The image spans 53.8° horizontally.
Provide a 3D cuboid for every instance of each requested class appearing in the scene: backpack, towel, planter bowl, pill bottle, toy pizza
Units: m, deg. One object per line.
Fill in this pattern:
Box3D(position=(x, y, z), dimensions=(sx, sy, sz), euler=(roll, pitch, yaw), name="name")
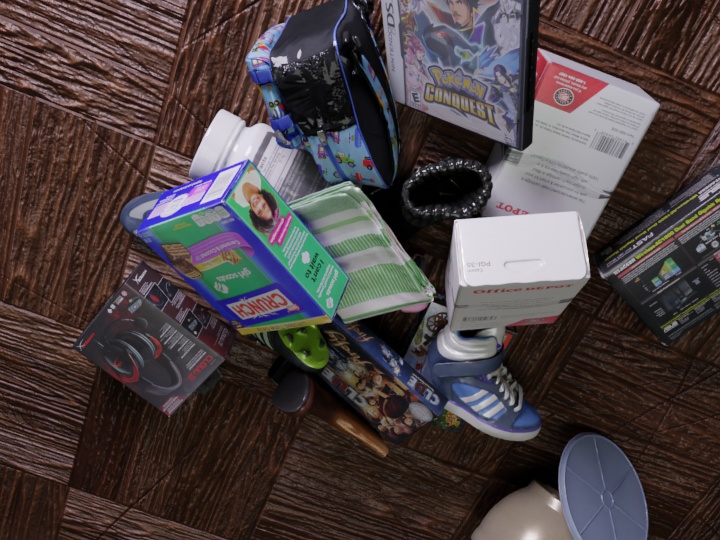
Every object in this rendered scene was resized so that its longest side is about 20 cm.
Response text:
Box3D(position=(-0.028, -0.190, 0.823), dimensions=(0.133, 0.183, 0.201), euler=(-13, 124, 15), name="backpack")
Box3D(position=(-0.015, -0.014, 0.873), dimensions=(0.151, 0.024, 0.200), euler=(-16, 129, 32), name="towel")
Box3D(position=(0.294, 0.418, 1.117), dimensions=(0.199, 0.200, 0.136), euler=(31, 89, -12), name="planter bowl")
Box3D(position=(-0.107, -0.114, 0.899), dimensions=(0.198, 0.113, 0.114), euler=(27, 116, -10), name="pill bottle")
Box3D(position=(0.360, 0.347, 1.068), dimensions=(0.200, 0.201, 0.032), euler=(39, 139, -16), name="toy pizza")

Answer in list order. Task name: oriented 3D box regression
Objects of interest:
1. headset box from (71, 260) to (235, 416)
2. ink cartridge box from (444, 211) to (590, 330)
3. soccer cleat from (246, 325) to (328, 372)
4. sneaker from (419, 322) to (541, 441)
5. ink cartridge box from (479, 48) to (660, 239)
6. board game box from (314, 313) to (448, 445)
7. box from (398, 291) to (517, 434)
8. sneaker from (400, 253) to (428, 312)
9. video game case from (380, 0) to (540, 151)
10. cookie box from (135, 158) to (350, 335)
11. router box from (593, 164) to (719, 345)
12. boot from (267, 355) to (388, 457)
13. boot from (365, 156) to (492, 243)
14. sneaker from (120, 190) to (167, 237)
Box3D(position=(-0.294, 0.109, 1.049), dimensions=(0.200, 0.075, 0.149), euler=(41, 113, -16), name="headset box")
Box3D(position=(0.181, 0.007, 0.863), dimensions=(0.145, 0.084, 0.200), euler=(-4, 161, 2), name="ink cartridge box")
Box3D(position=(-0.120, 0.080, 0.994), dimensions=(0.200, 0.067, 0.082), euler=(40, 134, 24), name="soccer cleat")
Box3D(position=(0.188, 0.143, 0.983), dimensions=(0.198, 0.081, 0.147), euler=(24, 122, -2), name="sneaker")
Box3D(position=(0.245, -0.145, 0.873), dimensions=(0.143, 0.084, 0.202), euler=(18, 117, -6), name="ink cartridge box")
Box3D(position=(0.013, 0.153, 1.012), dimensions=(0.200, 0.035, 0.136), euler=(41, 142, 2), name="board game box")
Box3D(position=(0.127, 0.140, 1.055), dimensions=(0.135, 0.038, 0.202), euler=(20, 117, -6), name="box")
Box3D(position=(0.000, 0.000, 0.984), dimensions=(0.197, 0.079, 0.097), euler=(7, 97, -1), name="sneaker")
Box3D(position=(0.102, -0.242, 0.772), dimensions=(0.199, 0.025, 0.182), euler=(31, 146, 35), name="video game case")
Box3D(position=(-0.137, -0.017, 0.848), dimensions=(0.170, 0.076, 0.200), euler=(-12, 131, 40), name="cookie box")
Box3D(position=(0.435, -0.016, 0.938), dimensions=(0.200, 0.062, 0.150), euler=(-39, 109, 21), name="router box")
Box3D(position=(-0.042, 0.216, 1.031), dimensions=(0.200, 0.188, 0.069), euler=(42, 79, -14), name="boot")
Box3D(position=(0.058, -0.075, 0.869), dimensions=(0.210, 0.158, 0.080), euler=(-33, 99, 11), name="boot")
Box3D(position=(-0.235, -0.063, 0.952), dimensions=(0.197, 0.082, 0.071), euler=(-2, 119, 5), name="sneaker")
